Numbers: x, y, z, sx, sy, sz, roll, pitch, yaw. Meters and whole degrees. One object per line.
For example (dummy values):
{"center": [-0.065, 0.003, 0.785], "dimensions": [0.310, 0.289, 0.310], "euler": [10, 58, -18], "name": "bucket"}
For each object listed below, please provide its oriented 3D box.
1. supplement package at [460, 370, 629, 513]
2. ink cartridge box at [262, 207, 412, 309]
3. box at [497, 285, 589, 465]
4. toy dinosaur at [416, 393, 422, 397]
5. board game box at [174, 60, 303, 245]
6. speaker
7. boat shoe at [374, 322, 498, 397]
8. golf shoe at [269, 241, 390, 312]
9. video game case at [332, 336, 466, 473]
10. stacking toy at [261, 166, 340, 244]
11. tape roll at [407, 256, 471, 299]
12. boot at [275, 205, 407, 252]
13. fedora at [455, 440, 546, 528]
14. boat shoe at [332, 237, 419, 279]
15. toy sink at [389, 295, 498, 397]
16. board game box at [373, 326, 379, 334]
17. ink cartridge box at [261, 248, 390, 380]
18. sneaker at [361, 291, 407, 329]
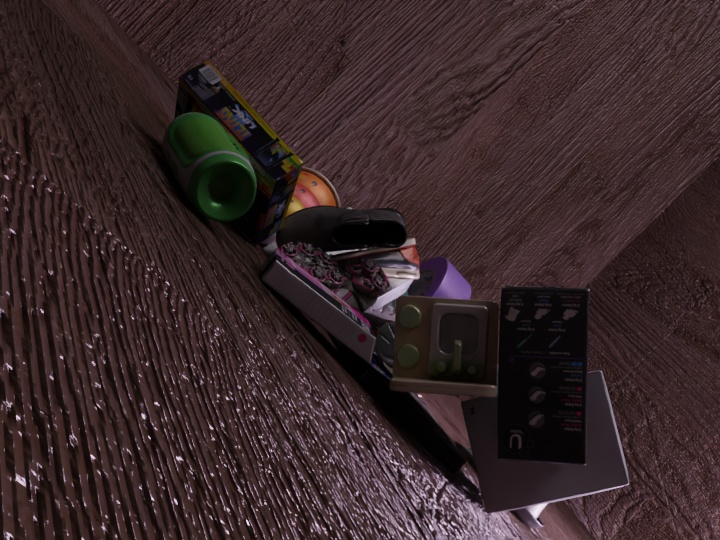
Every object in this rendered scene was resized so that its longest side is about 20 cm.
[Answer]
{"center": [0.249, 0.232, 1.302], "dimensions": [0.200, 0.188, 0.149], "euler": [38, 39, -75], "name": "supplement package"}
{"center": [-0.035, 0.000, 1.454], "dimensions": [0.199, 0.047, 0.160], "euler": [-28, 68, -41], "name": "ink cartridge box"}
{"center": [0.218, 0.122, 1.152], "dimensions": [0.104, 0.204, 0.122], "euler": [1, -3, 10], "name": "box"}
{"center": [0.055, 0.157, 1.447], "dimensions": [0.106, 0.061, 0.199], "euler": [30, -1, 45], "name": "toy dinosaur"}
{"center": [-0.175, -0.158, 1.314], "dimensions": [0.200, 0.056, 0.166], "euler": [47, -32, 13], "name": "board game box"}
{"center": [-0.185, -0.129, 1.161], "dimensions": [0.088, 0.088, 0.200], "euler": [45, 2, -32], "name": "speaker"}
{"center": [0.109, 0.134, 1.381], "dimensions": [0.199, 0.075, 0.065], "euler": [18, -23, -8], "name": "boat shoe"}
{"center": [-0.052, 0.023, 1.289], "dimensions": [0.198, 0.092, 0.073], "euler": [16, 36, -42], "name": "golf shoe"}
{"center": [0.044, 0.160, 1.269], "dimensions": [0.200, 0.025, 0.181], "euler": [47, 2, -24], "name": "video game case"}
{"center": [-0.117, -0.079, 1.506], "dimensions": [0.146, 0.146, 0.200], "euler": [46, 18, -2], "name": "stacking toy"}
{"center": [0.095, 0.070, 1.649], "dimensions": [0.066, 0.200, 0.200], "euler": [45, 2, -16], "name": "tape roll"}
{"center": [-0.032, -0.056, 1.336], "dimensions": [0.132, 0.197, 0.071], "euler": [-58, 138, -80], "name": "boot"}
{"center": [0.256, 0.328, 1.591], "dimensions": [0.177, 0.090, 0.200], "euler": [46, 2, -38], "name": "fedora"}
{"center": [0.000, 0.000, 1.394], "dimensions": [0.071, 0.198, 0.064], "euler": [2, -77, 61], "name": "boat shoe"}
{"center": [0.107, 0.091, 1.200], "dimensions": [0.128, 0.114, 0.200], "euler": [2, -2, 7], "name": "toy sink"}
{"center": [0.114, 0.146, 1.475], "dimensions": [0.198, 0.020, 0.103], "euler": [29, -3, 18], "name": "board game box"}
{"center": [-0.036, 0.052, 1.173], "dimensions": [0.199, 0.037, 0.095], "euler": [41, 4, -10], "name": "ink cartridge box"}
{"center": [-0.011, 0.059, 1.517], "dimensions": [0.198, 0.091, 0.078], "euler": [21, 39, -26], "name": "sneaker"}
